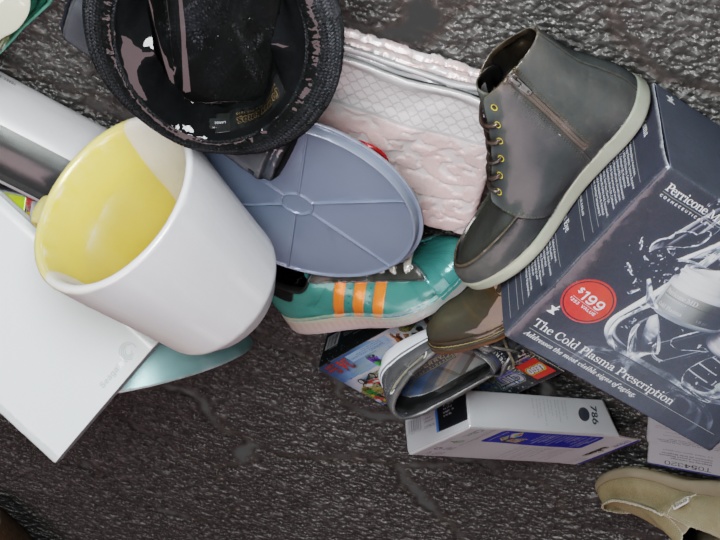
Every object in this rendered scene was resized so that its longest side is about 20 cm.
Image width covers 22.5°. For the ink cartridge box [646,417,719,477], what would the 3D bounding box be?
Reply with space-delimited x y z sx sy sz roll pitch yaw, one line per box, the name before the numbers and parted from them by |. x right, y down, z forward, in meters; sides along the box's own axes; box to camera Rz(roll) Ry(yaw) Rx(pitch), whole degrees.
ink cartridge box | 0.345 0.123 1.551 0.194 0.044 0.201 9 151 12

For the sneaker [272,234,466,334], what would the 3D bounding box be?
sneaker | 0.000 0.000 1.491 0.198 0.072 0.080 -14 133 32

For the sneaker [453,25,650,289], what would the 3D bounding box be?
sneaker | 0.102 -0.081 1.268 0.106 0.075 0.201 26 118 -22

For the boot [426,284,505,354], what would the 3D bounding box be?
boot | 0.110 -0.015 1.398 0.199 0.075 0.097 -33 117 23

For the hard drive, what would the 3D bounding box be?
hard drive | -0.276 0.038 1.453 0.200 0.132 0.026 42 -175 1

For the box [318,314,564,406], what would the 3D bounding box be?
box | 0.072 0.073 1.602 0.136 0.038 0.200 30 146 -21

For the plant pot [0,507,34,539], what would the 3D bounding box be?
plant pot | -0.463 0.379 2.227 0.185 0.188 0.201 5 133 18

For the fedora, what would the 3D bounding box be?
fedora | -0.091 -0.179 1.217 0.198 0.092 0.202 8 131 9

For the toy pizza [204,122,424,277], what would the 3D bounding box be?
toy pizza | -0.045 -0.063 1.391 0.198 0.032 0.201 14 149 8

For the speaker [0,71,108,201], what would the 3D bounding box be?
speaker | -0.233 -0.086 1.457 0.199 0.082 0.081 28 147 -18

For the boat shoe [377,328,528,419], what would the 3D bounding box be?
boat shoe | 0.100 0.061 1.478 0.199 0.067 0.070 -28 123 17

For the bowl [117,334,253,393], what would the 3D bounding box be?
bowl | -0.199 0.034 1.557 0.199 0.200 0.106 -7 99 33

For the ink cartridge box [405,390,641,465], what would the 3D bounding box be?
ink cartridge box | 0.148 0.144 1.638 0.198 0.040 0.099 8 156 -33

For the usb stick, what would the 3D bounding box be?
usb stick | -0.133 -0.138 1.306 0.199 0.033 0.056 36 125 9

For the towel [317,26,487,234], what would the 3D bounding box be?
towel | 0.006 -0.106 1.360 0.198 0.032 0.192 17 149 1

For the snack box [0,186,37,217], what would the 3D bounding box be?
snack box | -0.351 -0.008 1.536 0.198 0.144 0.053 13 -176 32

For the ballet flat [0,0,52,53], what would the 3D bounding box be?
ballet flat | -0.273 -0.191 1.319 0.067 0.071 0.200 29 147 -21

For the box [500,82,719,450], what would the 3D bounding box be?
box | 0.230 0.001 1.297 0.199 0.105 0.182 28 123 -20

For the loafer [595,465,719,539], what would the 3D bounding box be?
loafer | 0.299 0.225 1.675 0.076 0.068 0.199 23 164 -41

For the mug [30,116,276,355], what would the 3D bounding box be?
mug | -0.148 -0.023 1.374 0.149 0.187 0.153 -44 132 5
